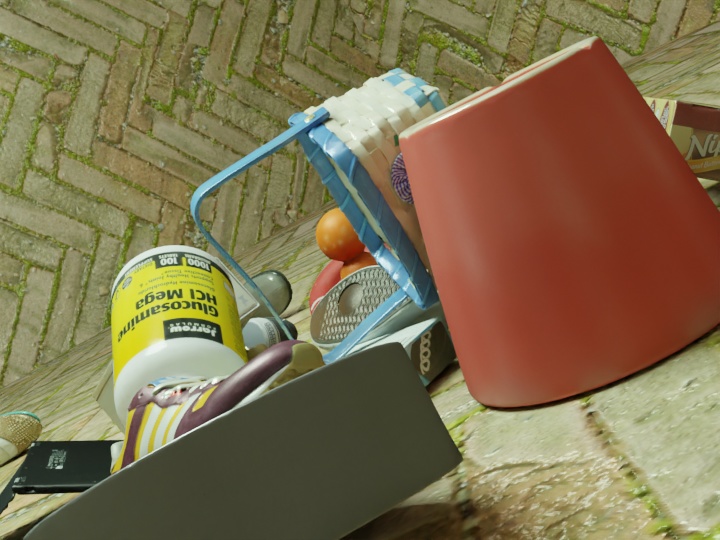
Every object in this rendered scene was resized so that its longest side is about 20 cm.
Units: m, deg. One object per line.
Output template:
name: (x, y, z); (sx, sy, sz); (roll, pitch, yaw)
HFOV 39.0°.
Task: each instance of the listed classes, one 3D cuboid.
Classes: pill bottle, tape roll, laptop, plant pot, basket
pill bottle: (-0.151, 0.076, 0.852); (0.112, 0.113, 0.200); (-26, 37, 4)
tape roll: (-0.053, 0.110, 0.484); (0.199, 0.066, 0.200); (-27, -10, -5)
laptop: (-0.268, 0.222, 0.891); (0.198, 0.117, 0.187); (1, 2, -13)
plant pot: (0.124, -0.038, 0.654); (0.199, 0.178, 0.200); (-26, 7, 3)
basket: (-0.005, -0.045, 0.762); (0.200, 0.177, 0.139); (-37, 30, 0)

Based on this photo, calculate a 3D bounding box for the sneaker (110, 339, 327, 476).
sneaker: (-0.101, 0.091, 0.634); (0.075, 0.090, 0.200); (7, -45, -48)

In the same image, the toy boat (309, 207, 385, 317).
toy boat: (0.000, 0.000, 0.995); (0.130, 0.131, 0.200); (-27, 8, -3)

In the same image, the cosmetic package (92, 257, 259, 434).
cosmetic package: (-0.197, 0.086, 1.066); (0.103, 0.073, 0.200); (-34, -13, -46)

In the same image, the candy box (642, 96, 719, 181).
candy box: (0.283, -0.105, 0.820); (0.114, 0.056, 0.200); (10, 12, 3)

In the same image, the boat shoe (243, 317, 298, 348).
boat shoe: (-0.149, 0.092, 1.169); (0.199, 0.070, 0.066); (-25, -10, 40)

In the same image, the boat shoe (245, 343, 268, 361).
boat shoe: (-0.122, 0.096, 0.978); (0.071, 0.077, 0.200); (-32, 9, -33)

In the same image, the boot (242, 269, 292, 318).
boot: (-0.187, 0.083, 1.394); (0.199, 0.068, 0.131); (-32, 9, 27)

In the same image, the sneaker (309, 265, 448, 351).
sneaker: (0.050, 0.033, 0.856); (0.199, 0.085, 0.073); (-22, 50, 30)

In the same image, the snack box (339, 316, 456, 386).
snack box: (-0.024, 0.103, 0.739); (0.116, 0.037, 0.200); (-23, 8, 41)

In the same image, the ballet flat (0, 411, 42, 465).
ballet flat: (-0.518, 0.252, 1.415); (0.199, 0.070, 0.066); (-25, 34, 34)
